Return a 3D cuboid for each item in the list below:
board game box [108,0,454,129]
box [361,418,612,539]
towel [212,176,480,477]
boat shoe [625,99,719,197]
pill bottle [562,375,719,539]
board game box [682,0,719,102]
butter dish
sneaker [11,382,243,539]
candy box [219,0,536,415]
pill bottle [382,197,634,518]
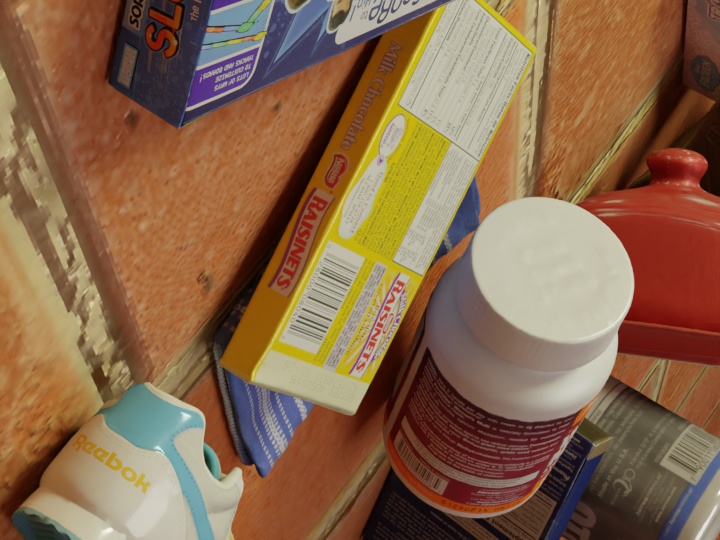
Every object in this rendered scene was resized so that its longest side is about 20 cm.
[{"bbox_3d":[-0.002,-0.142,0.585,0.200,0.034,0.136,-33,149,-51],"label":"board game box"},{"bbox_3d":[0.074,0.160,1.086,0.032,0.121,0.201,-13,132,-55],"label":"box"},{"bbox_3d":[0.000,0.000,0.819,0.200,0.024,0.145,-50,158,-23],"label":"towel"},{"bbox_3d":[0.259,-0.070,1.229,0.200,0.071,0.064,-49,175,39],"label":"boat shoe"},{"bbox_3d":[0.155,0.127,1.119,0.114,0.199,0.114,-48,157,-28],"label":"pill bottle"},{"bbox_3d":[0.301,-0.246,1.164,0.200,0.043,0.200,-53,161,-12],"label":"board game box"},{"bbox_3d":[0.217,-0.012,1.149,0.199,0.198,0.149,10,86,-68],"label":"butter dish"},{"bbox_3d":[-0.084,0.119,0.713,0.081,0.076,0.200,-54,162,-20],"label":"sneaker"},{"bbox_3d":[0.011,-0.033,0.752,0.201,0.026,0.102,-63,152,0],"label":"candy box"},{"bbox_3d":[0.082,0.053,0.929,0.110,0.109,0.200,-46,166,-32],"label":"pill bottle"}]
